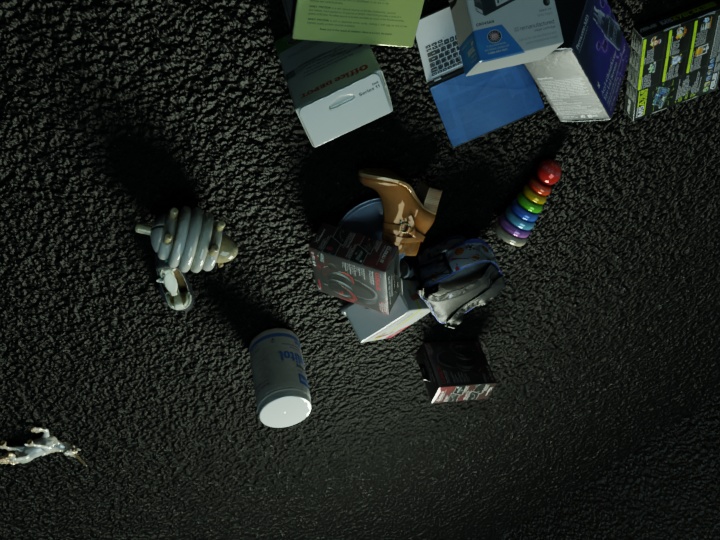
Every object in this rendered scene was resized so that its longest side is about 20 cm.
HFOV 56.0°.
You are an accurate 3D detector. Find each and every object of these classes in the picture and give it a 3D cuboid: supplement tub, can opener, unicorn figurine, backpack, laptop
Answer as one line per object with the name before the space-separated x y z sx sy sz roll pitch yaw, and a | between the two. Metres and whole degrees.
supplement tub | -0.194 0.254 1.622 0.128 0.203 0.134 -10 139 -9
can opener | 0.041 0.046 1.603 0.198 0.054 0.067 -34 136 17
unicorn figurine | -0.809 0.449 1.706 0.194 0.076 0.138 -9 149 10
backpack | 0.232 0.015 1.569 0.186 0.157 0.200 -22 146 16
laptop | 0.210 -0.360 1.187 0.183 0.118 0.202 -22 139 3

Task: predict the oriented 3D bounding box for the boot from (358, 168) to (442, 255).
boot | 0.064 -0.118 1.385 0.196 0.077 0.159 10 110 -31

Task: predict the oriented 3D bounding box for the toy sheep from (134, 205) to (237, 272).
toy sheep | -0.330 -0.061 1.293 0.195 0.140 0.139 19 129 -17

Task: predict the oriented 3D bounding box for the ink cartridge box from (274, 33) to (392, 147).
ink cartridge box | -0.045 -0.311 1.077 0.143 0.203 0.084 -22 140 5

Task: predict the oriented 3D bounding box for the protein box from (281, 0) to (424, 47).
protein box | -0.005 -0.459 0.985 0.193 0.137 0.203 -2 137 -17

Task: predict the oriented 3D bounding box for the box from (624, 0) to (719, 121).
box | 0.626 -0.416 1.339 0.188 0.048 0.202 -18 139 2

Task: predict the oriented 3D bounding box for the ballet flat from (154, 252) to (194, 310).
ballet flat | -0.391 0.037 1.418 0.071 0.074 0.203 -10 138 -9

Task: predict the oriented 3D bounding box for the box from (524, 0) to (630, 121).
box | 0.378 -0.381 1.186 0.103 0.151 0.199 8 162 43

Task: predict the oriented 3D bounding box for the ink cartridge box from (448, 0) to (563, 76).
ink cartridge box | 0.216 -0.427 1.053 0.141 0.206 0.084 -14 -179 -7

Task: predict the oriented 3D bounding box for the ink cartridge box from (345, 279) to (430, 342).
ink cartridge box | 0.071 0.093 1.578 0.144 0.085 0.199 -34 166 18

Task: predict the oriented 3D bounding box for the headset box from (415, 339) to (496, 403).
headset box | 0.252 0.275 1.854 0.194 0.151 0.078 1 136 -20

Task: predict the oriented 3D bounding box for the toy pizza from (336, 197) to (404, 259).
toy pizza | 0.035 -0.083 1.478 0.194 0.032 0.203 -9 135 -9

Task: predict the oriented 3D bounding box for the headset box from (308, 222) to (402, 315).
headset box | 0.000 0.000 1.414 0.195 0.076 0.150 18 146 18

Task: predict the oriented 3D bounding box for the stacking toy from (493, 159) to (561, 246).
stacking toy | 0.376 -0.157 1.502 0.083 0.086 0.203 7 126 -27
